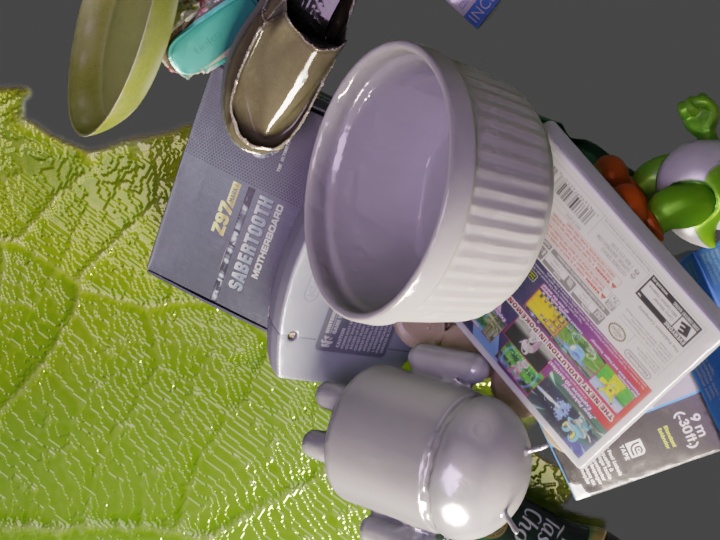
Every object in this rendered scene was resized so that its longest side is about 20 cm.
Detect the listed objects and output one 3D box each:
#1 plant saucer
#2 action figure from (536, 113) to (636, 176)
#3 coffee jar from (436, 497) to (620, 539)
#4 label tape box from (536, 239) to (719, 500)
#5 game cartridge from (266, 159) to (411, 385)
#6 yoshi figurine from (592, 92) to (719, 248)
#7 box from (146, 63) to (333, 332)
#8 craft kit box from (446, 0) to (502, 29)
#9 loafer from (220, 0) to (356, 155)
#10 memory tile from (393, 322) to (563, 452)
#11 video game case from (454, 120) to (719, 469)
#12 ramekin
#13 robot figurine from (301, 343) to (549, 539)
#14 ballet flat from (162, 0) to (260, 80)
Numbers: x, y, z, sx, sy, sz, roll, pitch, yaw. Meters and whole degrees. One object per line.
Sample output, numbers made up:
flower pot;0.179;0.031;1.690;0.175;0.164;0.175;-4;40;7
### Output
plant saucer;-0.183;-0.201;1.328;0.031;0.201;0.201;13;117;-26
action figure;0.126;-0.084;1.314;0.200;0.055;0.118;42;103;-2
coffee jar;0.126;0.236;1.389;0.198;0.105;0.086;25;145;8
label tape box;0.231;0.078;1.326;0.198;0.066;0.145;-23;97;26
game cartridge;0.000;0.000;1.356;0.132;0.041;0.202;7;116;-31
yoshi figurine;0.272;-0.091;1.233;0.198;0.112;0.114;-18;75;4
box;-0.075;-0.057;1.392;0.156;0.051;0.202;26;112;10
craft kit box;0.078;-0.323;1.261;0.197;0.049;0.200;41;115;-1
loafer;-0.052;-0.176;1.277;0.074;0.070;0.202;16;110;-17
memory tile;0.125;0.037;1.303;0.199;0.017;0.154;35;122;19
video game case;0.152;0.021;1.241;0.200;0.023;0.183;50;132;11
ramekin;0.052;-0.057;1.208;0.104;0.201;0.202;9;117;-30
robot figurine;0.051;0.142;1.316;0.198;0.112;0.172;16;92;34
ballet flat;-0.077;-0.223;1.326;0.198;0.064;0.076;-25;127;2
